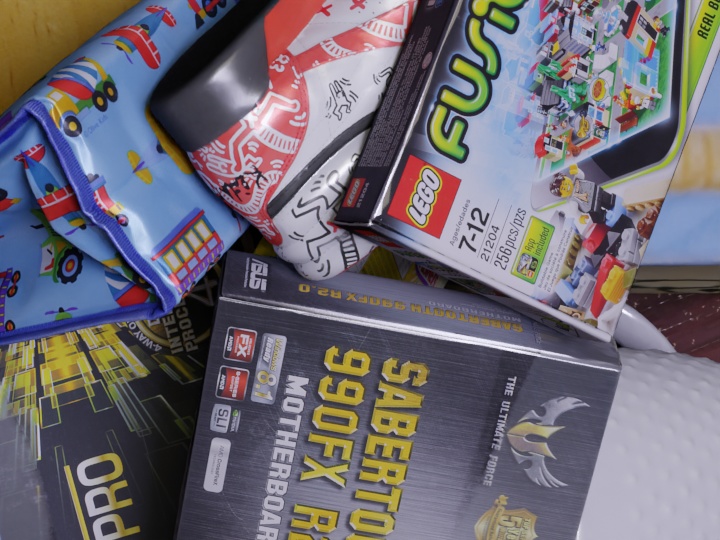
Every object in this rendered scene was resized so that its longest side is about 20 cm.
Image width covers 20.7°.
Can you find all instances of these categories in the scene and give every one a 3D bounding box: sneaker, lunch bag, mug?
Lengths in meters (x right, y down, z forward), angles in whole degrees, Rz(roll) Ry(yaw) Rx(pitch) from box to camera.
[{"bbox_3d":[0.020,-0.089,0.758,0.201,0.067,0.108,-46,111,-18],"label":"sneaker"},{"bbox_3d":[-0.133,-0.026,0.809,0.094,0.199,0.151,56,38,-14],"label":"lunch bag"},{"bbox_3d":[0.125,0.089,0.952,0.174,0.148,0.201,-2,52,-28],"label":"mug"}]

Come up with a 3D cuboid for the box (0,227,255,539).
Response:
[{"bbox_3d":[-0.103,0.086,0.875,0.160,0.049,0.202,-16,87,7],"label":"box"}]

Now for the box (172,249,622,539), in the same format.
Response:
[{"bbox_3d":[0.004,0.103,0.790,0.157,0.048,0.202,11,113,-5],"label":"box"}]

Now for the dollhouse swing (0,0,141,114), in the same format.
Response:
[{"bbox_3d":[-0.073,-0.164,0.925,0.198,0.176,0.183,8,122,3],"label":"dollhouse swing"}]

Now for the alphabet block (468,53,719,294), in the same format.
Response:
[{"bbox_3d":[0.127,-0.091,0.872,0.193,0.200,0.199,1,86,7],"label":"alphabet block"}]

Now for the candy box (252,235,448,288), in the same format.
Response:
[{"bbox_3d":[0.000,0.000,0.882,0.026,0.200,0.103,24,75,17],"label":"candy box"}]

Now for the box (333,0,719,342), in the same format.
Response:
[{"bbox_3d":[0.077,-0.087,0.727,0.109,0.035,0.202,24,83,-23],"label":"box"}]
